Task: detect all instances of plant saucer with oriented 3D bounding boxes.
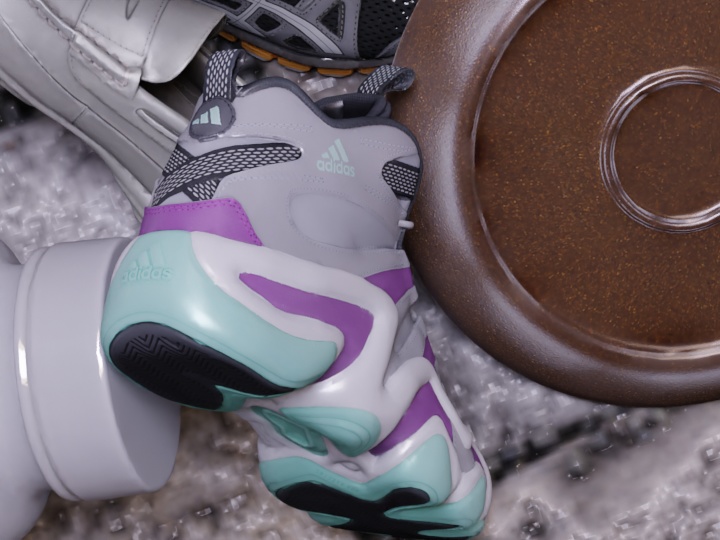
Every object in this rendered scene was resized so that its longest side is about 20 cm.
[{"bbox_3d":[0.108,-0.043,0.800,0.200,0.032,0.200,-1,105,-4],"label":"plant saucer"}]

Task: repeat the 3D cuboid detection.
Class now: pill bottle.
[{"bbox_3d":[-0.165,0.043,0.756,0.200,0.111,0.112,-8,76,11],"label":"pill bottle"}]

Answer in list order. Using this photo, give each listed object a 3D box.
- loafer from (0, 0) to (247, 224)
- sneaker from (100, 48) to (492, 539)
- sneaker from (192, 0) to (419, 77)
[{"bbox_3d":[-0.076,-0.073,0.803,0.070,0.070,0.200,-37,106,27],"label":"loafer"},{"bbox_3d":[0.000,0.000,0.764,0.078,0.200,0.140,2,64,27],"label":"sneaker"},{"bbox_3d":[-0.041,-0.123,0.840,0.200,0.077,0.078,8,74,-2],"label":"sneaker"}]
